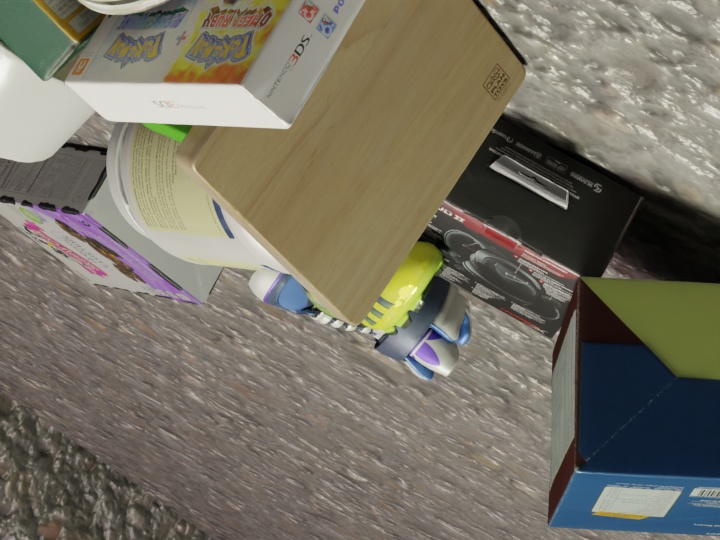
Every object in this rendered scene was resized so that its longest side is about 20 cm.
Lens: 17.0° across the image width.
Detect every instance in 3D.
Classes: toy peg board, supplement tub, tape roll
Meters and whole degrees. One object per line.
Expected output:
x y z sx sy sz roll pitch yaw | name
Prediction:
-0.026 -0.108 1.469 0.098 0.200 0.199 26 167 41 | toy peg board
-0.080 -0.073 1.700 0.145 0.145 0.200 38 163 -30 | supplement tub
-0.245 -0.166 1.528 0.202 0.071 0.203 39 -159 -18 | tape roll

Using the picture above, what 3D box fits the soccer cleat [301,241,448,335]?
-0.001 0.001 1.747 0.084 0.065 0.200 40 166 -13 | soccer cleat

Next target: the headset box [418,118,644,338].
0.104 -0.037 1.690 0.149 0.077 0.200 28 164 2 | headset box

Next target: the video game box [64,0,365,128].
-0.063 -0.166 1.358 0.047 0.183 0.200 37 163 -31 | video game box

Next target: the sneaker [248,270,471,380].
0.015 0.027 1.900 0.146 0.081 0.200 44 -156 17 | sneaker

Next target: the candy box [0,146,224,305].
-0.246 -0.047 2.313 0.168 0.072 0.200 39 162 -35 | candy box

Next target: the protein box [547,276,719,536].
0.235 0.100 1.654 0.198 0.135 0.200 3 164 0 | protein box

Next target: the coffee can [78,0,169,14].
-0.163 -0.255 1.317 0.146 0.147 0.200 16 160 41 | coffee can

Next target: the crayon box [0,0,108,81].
-0.217 -0.226 1.455 0.200 0.126 0.052 46 136 -5 | crayon box
